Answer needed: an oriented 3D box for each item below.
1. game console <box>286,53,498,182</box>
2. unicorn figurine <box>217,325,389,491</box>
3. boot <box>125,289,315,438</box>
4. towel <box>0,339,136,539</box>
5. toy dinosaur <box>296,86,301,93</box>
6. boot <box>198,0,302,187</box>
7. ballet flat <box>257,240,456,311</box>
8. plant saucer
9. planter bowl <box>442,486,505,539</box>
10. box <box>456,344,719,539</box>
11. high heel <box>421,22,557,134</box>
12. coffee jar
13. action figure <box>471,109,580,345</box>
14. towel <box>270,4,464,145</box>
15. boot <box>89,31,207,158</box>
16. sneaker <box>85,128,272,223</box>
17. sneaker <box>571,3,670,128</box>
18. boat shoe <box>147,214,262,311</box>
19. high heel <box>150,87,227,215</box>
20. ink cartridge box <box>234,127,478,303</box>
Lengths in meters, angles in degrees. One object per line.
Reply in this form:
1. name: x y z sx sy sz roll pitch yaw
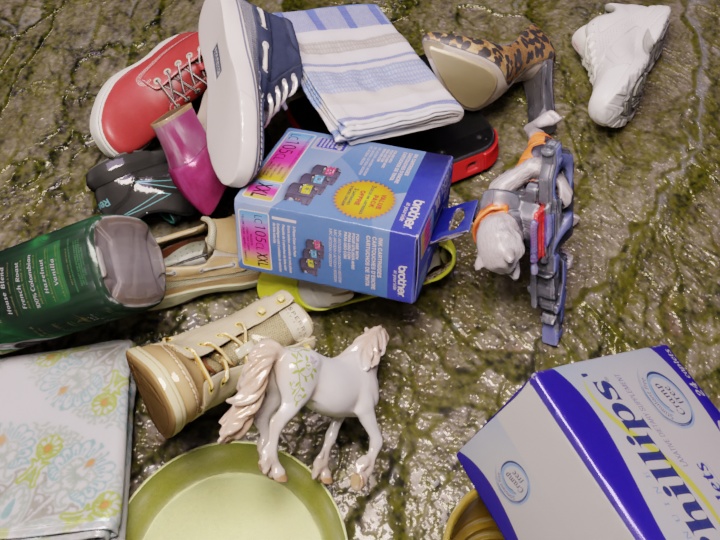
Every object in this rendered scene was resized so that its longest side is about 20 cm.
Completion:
1. game console: 0.037 -0.154 0.891 0.197 0.031 0.178 -22 55 -13
2. unicorn figurine: -0.025 0.102 0.657 0.073 0.199 0.140 3 76 30
3. boot: -0.107 0.070 0.663 0.153 0.200 0.074 -24 88 -17
4. towel: -0.276 0.153 0.674 0.167 0.049 0.202 -7 48 -5
5. toy dinosaur: -0.013 -0.193 0.871 0.101 0.077 0.201 -33 62 -6
6. boot: -0.090 -0.163 0.733 0.089 0.072 0.204 8 62 -35
7. ballet flat: 0.000 0.000 0.763 0.196 0.068 0.067 -12 16 -10
8. plant saucer: -0.106 0.239 0.647 0.195 0.031 0.203 0 58 1
9. planter bowl: 0.120 0.263 0.582 0.197 0.084 0.203 23 39 -19
10. box: 0.204 0.168 0.598 0.197 0.105 0.185 -4 52 -42
11. high heel: 0.139 -0.244 0.880 0.198 0.071 0.145 22 57 -33
12. coffee jar: -0.277 0.017 0.704 0.196 0.104 0.087 -17 86 17
13. action figure: 0.154 -0.038 0.758 0.103 0.204 0.193 9 28 25
14. towel: 0.001 -0.206 0.811 0.144 0.024 0.202 -14 54 -24
15. boot: -0.186 -0.200 0.841 0.142 0.073 0.202 -8 40 36
16. sneaker: -0.179 -0.095 0.839 0.197 0.075 0.081 -22 89 -19
17. sneaker: 0.281 -0.237 0.919 0.098 0.079 0.201 20 51 19
18. boat shoe: -0.135 -0.021 0.777 0.197 0.077 0.072 -23 59 -14
19. high heel: -0.120 -0.140 0.801 0.066 0.097 0.200 -10 26 33
20. ink cartridge box: 0.003 -0.051 0.726 0.196 0.077 0.137 13 40 12
